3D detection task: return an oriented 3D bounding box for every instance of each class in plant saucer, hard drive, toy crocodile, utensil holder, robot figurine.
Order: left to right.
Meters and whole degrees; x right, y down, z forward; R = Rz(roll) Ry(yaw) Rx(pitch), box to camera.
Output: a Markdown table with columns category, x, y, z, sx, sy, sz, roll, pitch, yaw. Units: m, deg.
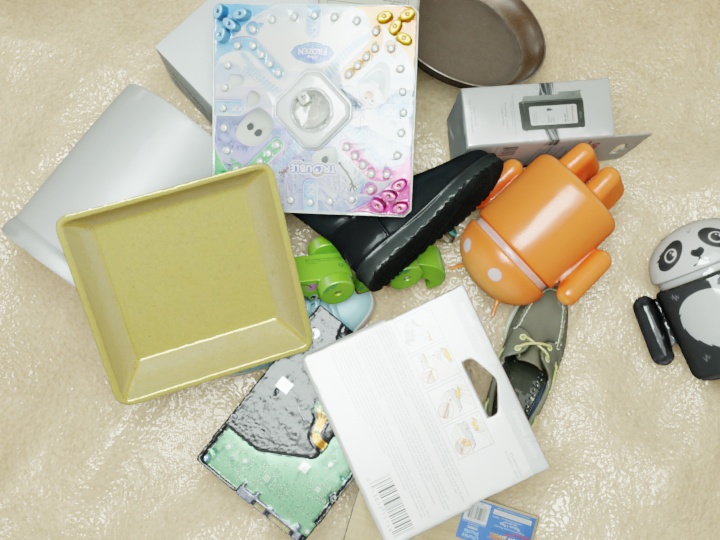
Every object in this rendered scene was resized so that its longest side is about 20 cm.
| category | x | y | z | sx | sy | sz | roll | pitch | yaw |
| --- | --- | --- | --- | --- | --- | --- | --- | --- | --- |
| utensil holder | -0.241 | -0.069 | 0.928 | 0.170 | 0.170 | 0.200 | 36 | 82 | 3 |
| plant saucer | -0.163 | 0.009 | 0.847 | 0.199 | 0.048 | 0.201 | -17 | 115 | -11 |
| hard drive | -0.051 | 0.155 | 0.904 | 0.140 | 0.038 | 0.200 | 38 | 82 | 3 |
| toy crocodile | 0.000 | 0.000 | 0.959 | 0.199 | 0.062 | 0.068 | -10 | 53 | -20 |
| plant saucer | 0.112 | -0.272 | 0.999 | 0.200 | 0.032 | 0.201 | 10 | 56 | -15 |
| robot figurine | 0.190 | -0.042 | 0.950 | 0.200 | 0.117 | 0.144 | -43 | 105 | 8 |
| robot figurine | 0.393 | 0.041 | 0.954 | 0.150 | 0.125 | 0.200 | -20 | 83 | -23 |

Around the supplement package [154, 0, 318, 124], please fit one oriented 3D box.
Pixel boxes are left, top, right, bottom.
| category | x | y | z | sx | sy | sz | roll | pitch | yaw |
| --- | --- | --- | --- | --- | --- | --- | --- | --- | --- |
| supplement package | -0.095 | -0.240 | 0.984 | 0.200 | 0.111 | 0.156 | -43 | 86 | -7 |

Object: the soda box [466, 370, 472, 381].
| category | x | y | z | sx | sy | sz | roll | pitch | yaw |
| --- | --- | --- | --- | --- | --- | --- | --- | --- | --- |
| soda box | 0.025 | 0.157 | 0.958 | 0.199 | 0.063 | 0.068 | -9 | 82 | -3 |

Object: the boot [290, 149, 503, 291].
| category | x | y | z | sx | sy | sz | roll | pitch | yaw |
| --- | --- | --- | --- | --- | --- | --- | --- | --- | --- |
| boot | 0.025 | -0.097 | 0.924 | 0.200 | 0.076 | 0.168 | -41 | 68 | -7 |

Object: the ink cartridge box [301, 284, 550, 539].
| category | x | y | z | sx | sy | sz | roll | pitch | yaw |
| --- | --- | --- | --- | --- | --- | --- | --- | --- | --- |
| ink cartridge box | 0.062 | 0.140 | 0.870 | 0.176 | 0.045 | 0.200 | -24 | 85 | -4 |

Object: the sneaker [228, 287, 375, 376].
| category | x | y | z | sx | sy | sz | roll | pitch | yaw |
| --- | --- | --- | --- | --- | --- | --- | --- | --- | --- |
| sneaker | -0.073 | 0.065 | 0.957 | 0.200 | 0.082 | 0.074 | -25 | 85 | -8 |

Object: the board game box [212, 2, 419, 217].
| category | x | y | z | sx | sy | sz | roll | pitch | yaw |
| --- | --- | --- | --- | --- | --- | --- | --- | --- | --- |
| board game box | -0.047 | -0.154 | 0.852 | 0.199 | 0.026 | 0.201 | 3 | 98 | 6 |

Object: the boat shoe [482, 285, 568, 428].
| category | x | y | z | sx | sy | sz | roll | pitch | yaw |
| --- | --- | --- | --- | --- | --- | --- | --- | --- | --- |
| boat shoe | 0.183 | 0.105 | 0.971 | 0.072 | 0.060 | 0.202 | 22 | 82 | 2 |

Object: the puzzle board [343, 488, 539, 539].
| category | x | y | z | sx | sy | sz | roll | pitch | yaw |
| --- | --- | --- | --- | --- | --- | --- | --- | --- | --- |
| puzzle board | 0.080 | 0.311 | 0.964 | 0.199 | 0.017 | 0.151 | 17 | 81 | 0 |

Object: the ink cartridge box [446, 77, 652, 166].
| category | x | y | z | sx | sy | sz | roll | pitch | yaw |
| --- | --- | --- | --- | --- | --- | --- | --- | --- | --- |
| ink cartridge box | 0.204 | -0.160 | 0.980 | 0.199 | 0.116 | 0.068 | -4 | 84 | -3 |

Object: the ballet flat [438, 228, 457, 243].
| category | x | y | z | sx | sy | sz | roll | pitch | yaw |
| --- | --- | --- | --- | --- | --- | --- | --- | --- | --- |
| ballet flat | 0.035 | -0.104 | 1.001 | 0.075 | 0.068 | 0.200 | -30 | 78 | 16 |

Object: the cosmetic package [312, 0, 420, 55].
| category | x | y | z | sx | sy | sz | roll | pitch | yaw |
| --- | --- | --- | --- | --- | --- | --- | --- | --- | --- |
| cosmetic package | 0.012 | -0.305 | 0.904 | 0.103 | 0.073 | 0.201 | 7 | 82 | -1 |
